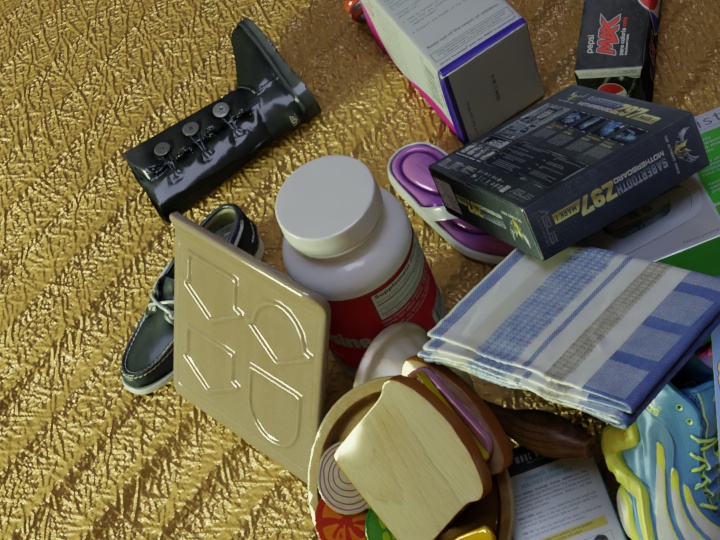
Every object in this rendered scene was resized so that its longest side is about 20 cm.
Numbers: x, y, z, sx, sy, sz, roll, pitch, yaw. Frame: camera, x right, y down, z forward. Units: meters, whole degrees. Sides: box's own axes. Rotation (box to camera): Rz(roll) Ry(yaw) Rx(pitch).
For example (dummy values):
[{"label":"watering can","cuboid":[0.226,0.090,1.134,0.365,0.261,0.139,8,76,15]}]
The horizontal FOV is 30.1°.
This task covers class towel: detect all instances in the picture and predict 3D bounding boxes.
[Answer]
[{"label":"towel","cuboid":[0.152,0.038,0.951,0.199,0.024,0.147,15,49,47]}]

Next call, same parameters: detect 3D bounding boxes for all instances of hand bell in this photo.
[{"label":"hand bell","cuboid":[0.099,0.113,1.045,0.198,0.105,0.105,15,61,41]}]

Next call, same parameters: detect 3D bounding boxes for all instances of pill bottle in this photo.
[{"label":"pill bottle","cuboid":[0.000,0.000,1.126,0.110,0.201,0.114,-10,51,13]}]

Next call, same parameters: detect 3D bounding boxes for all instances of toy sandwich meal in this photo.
[{"label":"toy sandwich meal","cuboid":[0.030,0.171,1.012,0.202,0.070,0.209,3,95,31]}]

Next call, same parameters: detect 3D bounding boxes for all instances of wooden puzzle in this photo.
[{"label":"wooden puzzle","cuboid":[-0.088,0.063,1.130,0.184,0.203,0.046,29,41,35]}]

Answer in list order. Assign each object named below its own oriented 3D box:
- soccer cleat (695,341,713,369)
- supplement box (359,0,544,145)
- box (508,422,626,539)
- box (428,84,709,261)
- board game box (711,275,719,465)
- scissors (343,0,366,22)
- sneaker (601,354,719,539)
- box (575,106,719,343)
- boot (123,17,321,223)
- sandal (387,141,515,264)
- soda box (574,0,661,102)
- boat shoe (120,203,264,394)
[{"label":"soccer cleat","cuboid":[0.303,0.065,1.046,0.076,0.067,0.200,37,78,21]},{"label":"supplement box","cuboid":[0.085,-0.237,1.334,0.103,0.102,0.201,-33,51,-5]},{"label":"box","cuboid":[0.163,0.220,0.999,0.081,0.049,0.202,-20,50,6]},{"label":"box","cuboid":[0.161,-0.085,1.078,0.156,0.052,0.200,-30,22,-10]},{"label":"board game box","cuboid":[0.307,0.110,0.932,0.045,0.133,0.203,-20,63,49]},{"label":"scissors","cuboid":[0.069,-0.320,1.427,0.198,0.073,0.014,-29,77,-4]},{"label":"sneaker","cuboid":[0.228,0.133,0.961,0.075,0.105,0.202,-18,78,-30]},{"label":"box","cuboid":[0.237,-0.020,1.083,0.197,0.097,0.177,-22,32,11]},{"label":"boot","cuboid":[-0.161,-0.161,1.404,0.199,0.066,0.165,-37,49,-2]},{"label":"sandal","cuboid":[0.095,-0.067,1.237,0.201,0.050,0.083,31,70,35]},{"label":"soda box","cuboid":[0.255,-0.249,1.302,0.070,0.064,0.202,-1,55,20]},{"label":"boat shoe","cuboid":[-0.168,0.023,1.266,0.075,0.061,0.201,17,63,30]}]
